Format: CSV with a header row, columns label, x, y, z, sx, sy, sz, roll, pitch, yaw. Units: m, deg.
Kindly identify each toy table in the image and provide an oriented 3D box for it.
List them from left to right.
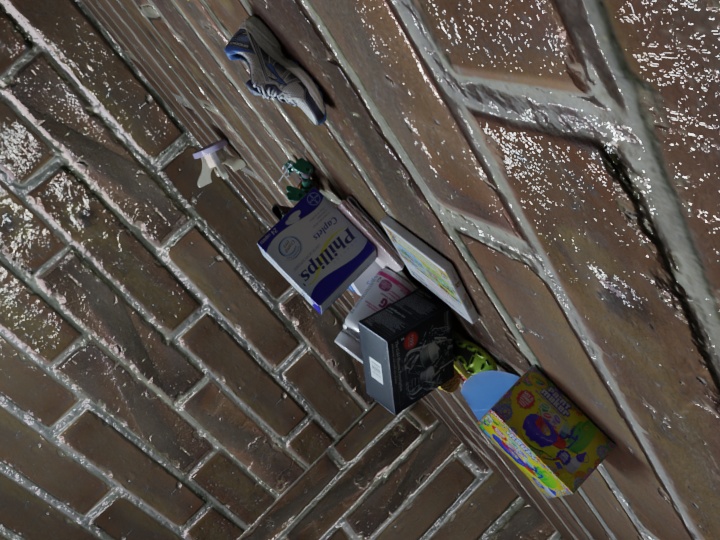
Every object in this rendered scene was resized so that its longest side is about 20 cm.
label,x,y,z,sx,sy,sz,roll,pitch,yaw
toy table,-0.506,-0.380,2.491,0.200,0.182,0.118,-117,3,-73

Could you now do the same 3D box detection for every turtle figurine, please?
label,x,y,z,sx,sy,sz,roll,pitch,yaw
turtle figurine,-0.144,-0.191,1.698,0.200,0.099,0.152,130,138,-81

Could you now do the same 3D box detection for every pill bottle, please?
label,x,y,z,sx,sy,sz,roll,pitch,yaw
pill bottle,0.036,0.106,1.610,0.113,0.201,0.113,35,172,6

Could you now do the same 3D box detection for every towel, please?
label,x,y,z,sx,sy,sz,roll,pitch,yaw
towel,0.019,-0.075,1.594,0.200,0.032,0.191,48,171,-3

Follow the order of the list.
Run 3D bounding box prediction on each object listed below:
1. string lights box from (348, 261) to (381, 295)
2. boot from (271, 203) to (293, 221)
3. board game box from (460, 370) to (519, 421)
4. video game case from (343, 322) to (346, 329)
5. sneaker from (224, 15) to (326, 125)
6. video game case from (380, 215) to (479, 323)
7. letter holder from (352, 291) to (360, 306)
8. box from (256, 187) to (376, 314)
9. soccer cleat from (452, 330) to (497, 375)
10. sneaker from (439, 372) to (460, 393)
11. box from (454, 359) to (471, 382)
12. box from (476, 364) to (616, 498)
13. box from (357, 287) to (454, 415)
label,x,y,z,sx,sy,sz,roll,pitch,yaw
string lights box,0.000,0.000,1.798,0.059,0.102,0.200,55,170,-13
boot,-0.127,-0.103,1.852,0.165,0.073,0.200,5,-147,-41
board game box,0.314,0.283,1.545,0.157,0.039,0.201,-18,113,38
video game case,0.088,0.144,1.699,0.200,0.182,0.023,47,159,4
sneaker,-0.136,-0.299,1.134,0.200,0.085,0.077,47,172,-2
video game case,0.133,-0.002,1.370,0.200,0.023,0.182,42,170,43
letter holder,0.046,0.132,1.824,0.142,0.100,0.202,-1,107,58
box,-0.094,-0.043,1.574,0.200,0.184,0.105,44,170,9
soccer cleat,0.241,0.182,1.614,0.083,0.066,0.199,1,-161,-43
sneaker,0.161,0.225,1.778,0.201,0.075,0.090,50,167,-11
box,0.213,0.189,1.775,0.200,0.050,0.075,47,172,4
box,0.342,0.308,1.349,0.200,0.122,0.193,45,166,15
box,0.103,0.173,1.547,0.104,0.181,0.202,29,137,44
